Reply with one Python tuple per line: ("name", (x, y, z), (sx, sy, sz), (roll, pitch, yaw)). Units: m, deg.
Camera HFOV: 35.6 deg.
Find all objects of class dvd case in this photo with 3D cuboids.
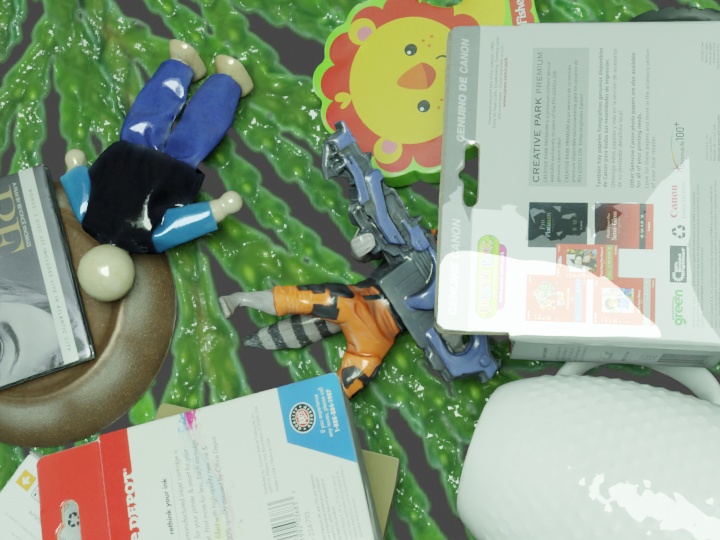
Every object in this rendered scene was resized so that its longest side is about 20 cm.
("dvd case", (-0.301, 0.023, 0.802), (0.199, 0.016, 0.150), (-18, 76, 2))

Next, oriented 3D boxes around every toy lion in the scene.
("toy lion", (0.058, -0.166, 0.824), (0.190, 0.069, 0.202), (-8, 76, 12))

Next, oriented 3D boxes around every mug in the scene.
("mug", (0.166, 0.123, 0.712), (0.174, 0.148, 0.200), (17, 50, 18))

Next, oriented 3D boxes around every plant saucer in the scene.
("plant saucer", (-0.236, 0.027, 0.821), (0.199, 0.037, 0.202), (-1, 78, 6))

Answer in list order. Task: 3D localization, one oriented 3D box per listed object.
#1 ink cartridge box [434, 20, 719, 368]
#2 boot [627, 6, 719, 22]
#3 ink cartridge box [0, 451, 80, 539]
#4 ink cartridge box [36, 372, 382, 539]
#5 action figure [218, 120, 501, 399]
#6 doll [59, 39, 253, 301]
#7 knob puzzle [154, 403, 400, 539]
("ink cartridge box", (0.138, -0.047, 0.701), (0.174, 0.084, 0.202), (2, 78, 9))
("boot", (0.264, -0.080, 0.768), (0.199, 0.076, 0.169), (15, 76, 3))
("ink cartridge box", (-0.208, 0.262, 0.760), (0.198, 0.043, 0.200), (35, 80, 12))
("ink cartridge box", (-0.093, 0.152, 0.702), (0.199, 0.067, 0.117), (-15, 62, 2))
("action figure", (0.000, 0.000, 0.770), (0.193, 0.105, 0.201), (-26, 101, -5))
("doll", (-0.144, -0.068, 0.804), (0.136, 0.049, 0.201), (20, 68, 11))
("knob puzzle", (-0.079, 0.202, 0.730), (0.218, 0.031, 0.221), (-4, 63, 7))
